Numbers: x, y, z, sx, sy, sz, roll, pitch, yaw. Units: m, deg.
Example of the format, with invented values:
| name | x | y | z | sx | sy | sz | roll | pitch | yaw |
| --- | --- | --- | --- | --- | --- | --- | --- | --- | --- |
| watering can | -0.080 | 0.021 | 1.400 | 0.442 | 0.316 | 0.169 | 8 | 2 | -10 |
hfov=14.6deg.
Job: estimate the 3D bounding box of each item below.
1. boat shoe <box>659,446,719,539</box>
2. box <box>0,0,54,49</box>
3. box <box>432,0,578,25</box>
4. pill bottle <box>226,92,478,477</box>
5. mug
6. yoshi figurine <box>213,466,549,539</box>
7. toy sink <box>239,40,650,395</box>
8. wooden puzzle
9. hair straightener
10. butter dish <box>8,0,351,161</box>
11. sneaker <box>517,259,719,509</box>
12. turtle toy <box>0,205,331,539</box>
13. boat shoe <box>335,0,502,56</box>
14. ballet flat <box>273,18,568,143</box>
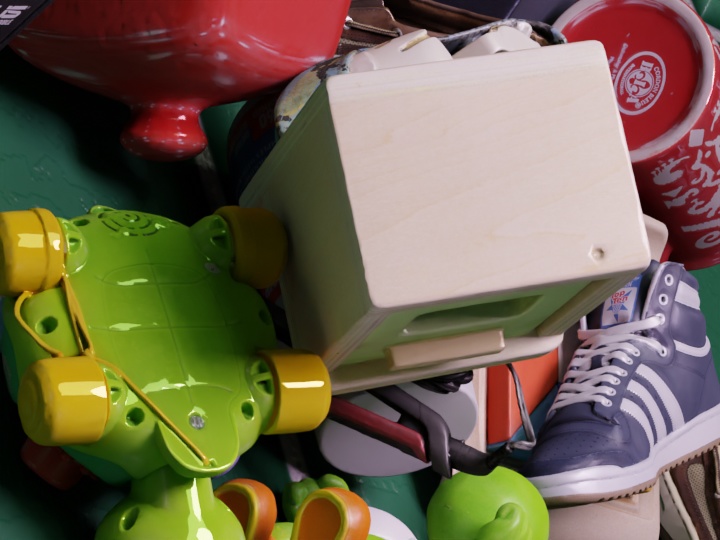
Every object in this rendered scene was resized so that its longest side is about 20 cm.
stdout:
| name | x | y | z | sx | sy | sz | roll | pitch | yaw |
| --- | --- | --- | --- | --- | --- | --- | --- | --- | --- |
| boat shoe | 0.229 | 0.179 | 1.596 | 0.075 | 0.075 | 0.203 | 7 | 52 | -53 |
| box | -0.249 | -0.100 | 1.122 | 0.200 | 0.164 | 0.086 | -5 | 61 | -58 |
| box | 0.065 | -0.210 | 1.708 | 0.198 | 0.123 | 0.200 | 44 | 25 | 19 |
| pill bottle | 0.000 | 0.000 | 1.434 | 0.112 | 0.112 | 0.201 | 26 | 37 | -40 |
| mug | 0.181 | -0.068 | 1.677 | 0.200 | 0.133 | 0.179 | 43 | 36 | -68 |
| yoshi figurine | 0.022 | 0.127 | 1.333 | 0.200 | 0.112 | 0.113 | 21 | 35 | -49 |
| toy sink | 0.032 | -0.014 | 1.271 | 0.130 | 0.200 | 0.113 | -8 | 78 | -17 |
| wooden puzzle | 0.113 | 0.050 | 1.535 | 0.185 | 0.037 | 0.201 | 20 | 69 | -45 |
| hair straightener | -0.001 | 0.036 | 1.330 | 0.199 | 0.077 | 0.041 | 23 | -12 | 22 |
| butter dish | -0.096 | -0.129 | 1.402 | 0.199 | 0.199 | 0.149 | 5 | 87 | -64 |
| sneaker | 0.130 | 0.057 | 1.473 | 0.200 | 0.070 | 0.109 | -19 | 99 | -58 |
| turtle toy | -0.095 | 0.059 | 1.234 | 0.145 | 0.101 | 0.201 | -1 | 58 | -29 |
| boat shoe | 0.005 | -0.145 | 1.574 | 0.201 | 0.075 | 0.075 | 21 | 27 | -3 |
| ballet flat | 0.037 | -0.096 | 1.413 | 0.200 | 0.074 | 0.074 | -18 | 73 | -50 |
